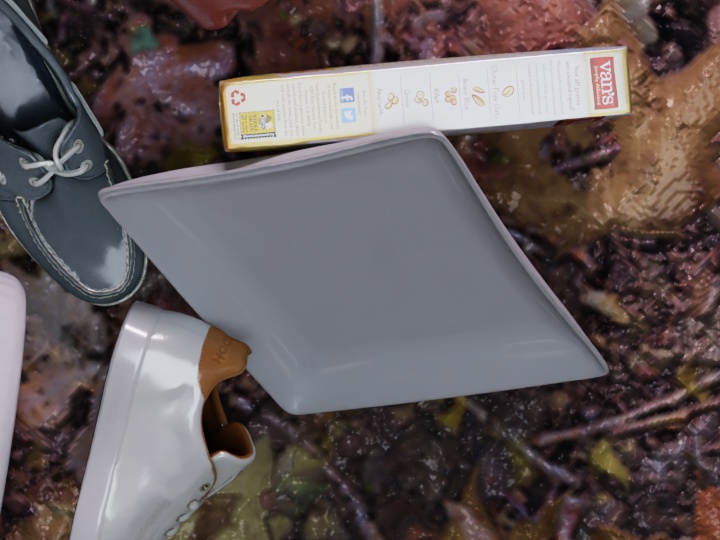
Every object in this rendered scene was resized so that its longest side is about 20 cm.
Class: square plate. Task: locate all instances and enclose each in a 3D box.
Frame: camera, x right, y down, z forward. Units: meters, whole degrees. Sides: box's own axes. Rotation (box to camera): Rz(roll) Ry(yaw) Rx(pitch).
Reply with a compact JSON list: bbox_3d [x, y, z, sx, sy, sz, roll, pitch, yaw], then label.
[{"bbox_3d":[0.000,0.000,1.206,0.197,0.029,0.200,-9,139,30],"label":"square plate"}]

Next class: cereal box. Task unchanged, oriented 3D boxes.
[{"bbox_3d":[0.030,-0.086,1.209,0.199,0.144,0.040,-4,93,-1],"label":"cereal box"}]

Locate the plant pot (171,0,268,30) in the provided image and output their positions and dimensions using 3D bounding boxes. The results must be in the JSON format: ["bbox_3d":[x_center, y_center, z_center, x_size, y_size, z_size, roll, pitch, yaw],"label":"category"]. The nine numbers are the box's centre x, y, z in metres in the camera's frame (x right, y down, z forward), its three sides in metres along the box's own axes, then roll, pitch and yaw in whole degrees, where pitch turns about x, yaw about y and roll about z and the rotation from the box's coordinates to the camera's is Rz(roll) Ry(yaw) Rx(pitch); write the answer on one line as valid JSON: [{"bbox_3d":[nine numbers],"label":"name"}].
[{"bbox_3d":[-0.088,-0.237,1.161,0.201,0.201,0.195,-42,108,6],"label":"plant pot"}]

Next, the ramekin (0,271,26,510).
[{"bbox_3d":[-0.230,0.084,1.212,0.097,0.200,0.201,9,101,-12],"label":"ramekin"}]

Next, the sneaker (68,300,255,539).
[{"bbox_3d":[-0.105,0.119,1.268,0.084,0.073,0.201,15,114,0],"label":"sneaker"}]

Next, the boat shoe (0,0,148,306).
[{"bbox_3d":[-0.171,-0.068,1.247,0.073,0.062,0.201,-23,101,2],"label":"boat shoe"}]
